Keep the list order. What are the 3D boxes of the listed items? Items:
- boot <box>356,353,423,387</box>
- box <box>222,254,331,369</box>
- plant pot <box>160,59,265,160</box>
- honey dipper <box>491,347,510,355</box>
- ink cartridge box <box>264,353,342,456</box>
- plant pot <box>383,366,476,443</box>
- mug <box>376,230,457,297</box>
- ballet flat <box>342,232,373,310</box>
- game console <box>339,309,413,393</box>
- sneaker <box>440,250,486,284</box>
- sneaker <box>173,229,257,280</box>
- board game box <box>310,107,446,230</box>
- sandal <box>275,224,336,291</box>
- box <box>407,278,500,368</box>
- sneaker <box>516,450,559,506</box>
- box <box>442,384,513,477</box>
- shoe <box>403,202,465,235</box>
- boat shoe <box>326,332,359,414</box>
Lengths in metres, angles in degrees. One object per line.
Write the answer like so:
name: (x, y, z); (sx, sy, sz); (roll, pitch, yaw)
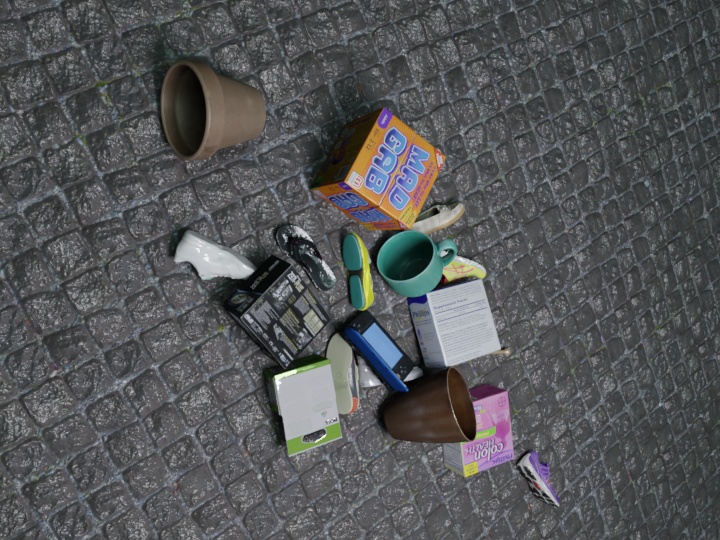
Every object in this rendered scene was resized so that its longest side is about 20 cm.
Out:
boot: (0.077, 0.242, 1.527); (0.200, 0.073, 0.096); (-1, 80, -37)
box: (-0.186, 0.095, 1.342); (0.164, 0.086, 0.200); (-47, 132, -17)
plant pot: (-0.302, -0.338, 1.260); (0.174, 0.200, 0.201); (-11, 97, -43)
honey dipper: (0.350, 0.231, 1.685); (0.199, 0.038, 0.038); (2, 91, -28)
ink cartridge box: (-0.137, 0.320, 1.417); (0.147, 0.076, 0.201); (-13, 99, -27)
plant pot: (0.168, 0.361, 1.501); (0.187, 0.200, 0.187); (48, 31, -41)
mug: (0.146, -0.007, 1.490); (0.114, 0.185, 0.152); (52, 56, -50)
ballet flat: (0.000, 0.000, 1.489); (0.067, 0.067, 0.201); (-17, 103, -47)
game console: (0.058, 0.187, 1.426); (0.200, 0.118, 0.171); (49, 43, 0)
sneaker: (0.252, -0.001, 1.613); (0.199, 0.078, 0.091); (17, 92, -21)
sneaker: (-0.320, -0.010, 1.322); (0.200, 0.075, 0.089); (29, 96, -25)
board game box: (0.039, -0.233, 1.417); (0.200, 0.200, 0.200); (32, 78, -24)
sandal: (-0.123, -0.034, 1.425); (0.075, 0.048, 0.201); (-48, 112, -18)
box: (0.248, 0.141, 1.571); (0.183, 0.105, 0.201); (-13, 86, -26)
sneaker: (0.555, 0.632, 1.784); (0.083, 0.081, 0.200); (-40, 108, -26)
box: (0.322, 0.442, 1.645); (0.175, 0.097, 0.201); (-9, 96, -27)
shoe: (0.197, -0.139, 1.574); (0.200, 0.070, 0.054); (-31, 113, -21)
boat shoe: (-0.038, 0.256, 1.472); (0.063, 0.071, 0.201); (13, 69, -63)
